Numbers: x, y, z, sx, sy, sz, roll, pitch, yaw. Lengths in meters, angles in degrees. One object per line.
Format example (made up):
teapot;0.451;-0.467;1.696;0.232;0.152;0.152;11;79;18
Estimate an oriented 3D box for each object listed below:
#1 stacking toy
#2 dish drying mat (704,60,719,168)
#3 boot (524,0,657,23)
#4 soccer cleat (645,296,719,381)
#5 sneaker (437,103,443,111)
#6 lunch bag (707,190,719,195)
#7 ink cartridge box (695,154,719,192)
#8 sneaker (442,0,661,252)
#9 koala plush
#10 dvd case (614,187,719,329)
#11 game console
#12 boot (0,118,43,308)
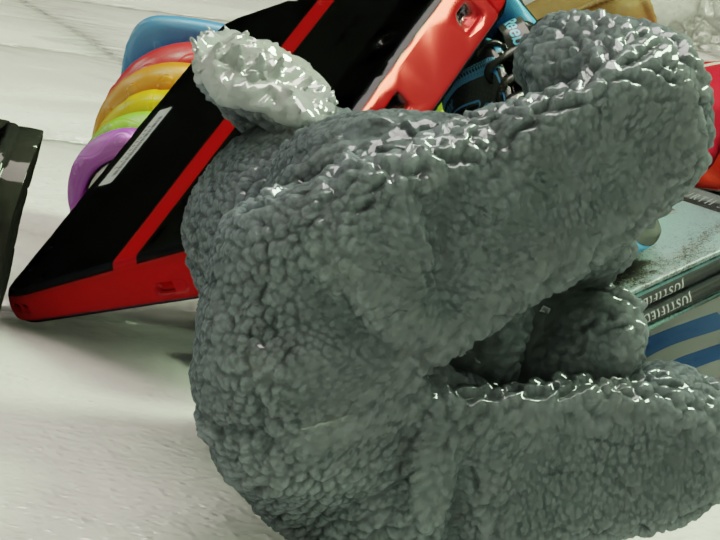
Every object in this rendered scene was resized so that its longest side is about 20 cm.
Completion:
stacking toy;-0.097;-0.039;1.251;0.109;0.116;0.200;11;24;12
dish drying mat;0.146;-0.075;1.278;0.077;0.018;0.200;-2;14;16
boot;0.058;-0.093;1.420;0.199;0.066;0.175;-24;-1;-1
soccer cleat;0.163;0.027;1.093;0.070;0.087;0.200;0;14;-43
sneaker;0.039;-0.073;1.245;0.083;0.074;0.200;0;9;31
lunch bag;0.121;-0.016;1.314;0.160;0.083;0.200;2;12;-42
ink cartridge box;0.202;-0.071;1.325;0.199;0.047;0.160;9;11;-8
sneaker;0.067;-0.057;1.080;0.073;0.082;0.200;-14;23;-8
koala plush;0.001;-0.001;0.884;0.183;0.178;0.200;-17;24;-21
dvd case;0.055;0.007;1.068;0.200;0.022;0.146;-22;24;-24
game console;-0.040;-0.056;1.098;0.177;0.031;0.200;-14;31;44
boot;-0.224;-0.038;1.119;0.157;0.080;0.211;11;3;-15
